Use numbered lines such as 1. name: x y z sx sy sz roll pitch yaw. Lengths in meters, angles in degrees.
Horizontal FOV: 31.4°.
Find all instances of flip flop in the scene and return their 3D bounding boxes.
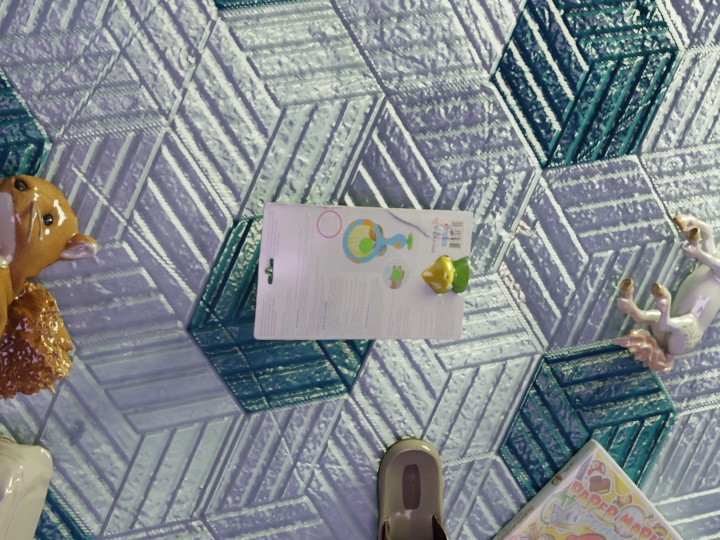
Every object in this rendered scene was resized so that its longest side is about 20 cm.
1. flip flop: 0.056 0.257 1.197 0.080 0.058 0.204 -6 105 -14

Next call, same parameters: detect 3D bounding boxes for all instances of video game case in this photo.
1. video game case: 0.227 0.298 1.275 0.182 0.023 0.200 -44 110 -3

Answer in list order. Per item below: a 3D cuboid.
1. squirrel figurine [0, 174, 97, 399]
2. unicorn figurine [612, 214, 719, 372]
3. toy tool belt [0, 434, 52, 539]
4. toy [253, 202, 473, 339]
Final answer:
1. squirrel figurine: -0.298 0.019 1.008 0.187 0.140 0.201 -49 153 -27
2. unicorn figurine: 0.331 0.017 1.219 0.200 0.074 0.137 -42 121 12
3. toy tool belt: -0.341 0.223 1.057 0.121 0.125 0.203 20 95 12
4. toy: 0.000 0.000 1.125 0.197 0.047 0.117 2 99 -20
